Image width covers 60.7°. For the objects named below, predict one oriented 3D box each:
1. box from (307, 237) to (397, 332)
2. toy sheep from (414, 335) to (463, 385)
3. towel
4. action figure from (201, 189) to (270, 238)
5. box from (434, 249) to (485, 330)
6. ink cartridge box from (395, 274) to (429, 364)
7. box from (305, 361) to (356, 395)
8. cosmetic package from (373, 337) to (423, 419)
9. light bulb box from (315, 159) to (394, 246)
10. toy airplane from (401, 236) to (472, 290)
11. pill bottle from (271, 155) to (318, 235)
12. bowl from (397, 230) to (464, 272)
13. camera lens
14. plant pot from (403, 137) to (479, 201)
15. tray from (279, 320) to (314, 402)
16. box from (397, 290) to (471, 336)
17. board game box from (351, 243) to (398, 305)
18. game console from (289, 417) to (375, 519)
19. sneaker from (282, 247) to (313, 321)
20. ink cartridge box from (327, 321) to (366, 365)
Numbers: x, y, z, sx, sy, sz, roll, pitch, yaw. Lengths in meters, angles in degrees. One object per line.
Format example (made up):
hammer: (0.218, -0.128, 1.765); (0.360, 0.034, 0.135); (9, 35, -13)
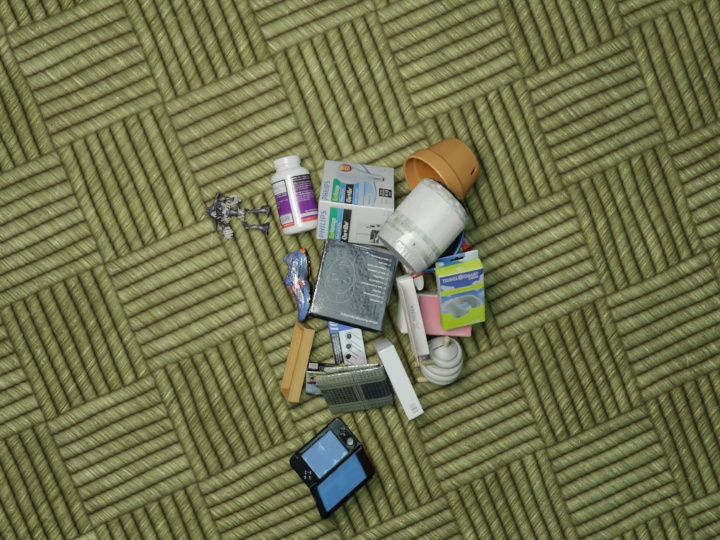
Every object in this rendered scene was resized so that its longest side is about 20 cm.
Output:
box: (-0.023, 0.043, 1.626); (0.195, 0.124, 0.202); (14, 79, -4)
toy sheep: (0.222, 0.248, 1.709); (0.134, 0.202, 0.141); (2, 54, -3)
towel: (-0.015, 0.325, 1.705); (0.195, 0.035, 0.195); (-10, 136, 7)
action figure: (-0.348, -0.154, 1.694); (0.195, 0.102, 0.122); (7, 104, -5)
box: (0.258, 0.053, 1.583); (0.119, 0.048, 0.204); (-12, 125, -2)
ink cartridge box: (0.136, 0.120, 1.565); (0.042, 0.174, 0.205); (-13, 95, -1)
box: (-0.055, 0.310, 1.731); (0.194, 0.035, 0.112); (4, 133, -3)
cosmetic package: (0.102, 0.296, 1.711); (0.051, 0.151, 0.204); (-25, 93, -1)
light bulb box: (-0.013, -0.182, 1.646); (0.195, 0.201, 0.127); (6, 131, -3)
toy airplane: (0.209, -0.037, 1.669); (0.196, 0.142, 0.203); (20, 60, -9)
pill bottle: (-0.181, -0.206, 1.693); (0.110, 0.112, 0.205); (-12, 93, -2)
bowl: (0.177, -0.091, 1.617); (0.196, 0.039, 0.206); (-6, 70, 17)
camera lens: (0.157, -0.112, 1.519); (0.160, 0.160, 0.201); (43, 89, -4)
plant pot: (0.231, -0.266, 1.681); (0.139, 0.200, 0.201); (-40, 94, -17)
tray: (-0.176, 0.253, 1.720); (0.036, 0.098, 0.205); (13, 92, -21)
box: (0.205, 0.117, 1.718); (0.194, 0.128, 0.112); (3, 94, -2)
board game box: (0.000, 0.000, 1.726); (0.195, 0.040, 0.157); (17, 75, -3)
game console: (-0.083, 0.552, 1.731); (0.199, 0.119, 0.173); (-40, 94, -1)
sneaker: (-0.176, 0.042, 1.733); (0.076, 0.075, 0.206); (-6, 85, 7)
ink cartridge box: (-0.043, 0.177, 1.751); (0.092, 0.044, 0.205); (-11, 93, -4)
